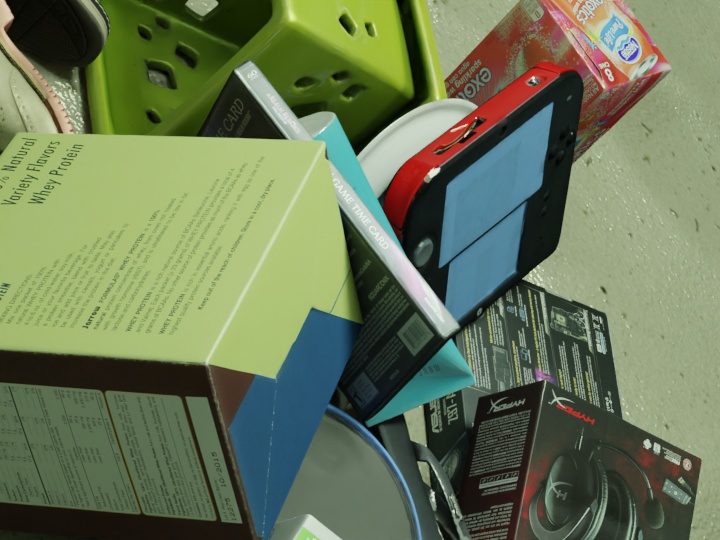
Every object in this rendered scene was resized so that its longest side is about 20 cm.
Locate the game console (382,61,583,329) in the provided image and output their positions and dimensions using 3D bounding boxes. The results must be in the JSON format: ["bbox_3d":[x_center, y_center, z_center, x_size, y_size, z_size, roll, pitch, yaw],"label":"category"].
[{"bbox_3d":[0.082,-0.034,1.384,0.031,0.178,0.200,28,47,30],"label":"game console"}]

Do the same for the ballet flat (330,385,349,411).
[{"bbox_3d":[-0.048,0.117,1.298,0.057,0.066,0.201,63,37,-32],"label":"ballet flat"}]

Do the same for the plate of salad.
[{"bbox_3d":[0.018,-0.030,1.379,0.048,0.202,0.199,34,30,30],"label":"plate of salad"}]

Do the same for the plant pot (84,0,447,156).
[{"bbox_3d":[-0.060,-0.155,1.394,0.181,0.199,0.202,21,45,-39],"label":"plant pot"}]

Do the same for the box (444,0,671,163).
[{"bbox_3d":[0.121,-0.120,1.523,0.099,0.200,0.096,-19,71,-49],"label":"box"}]

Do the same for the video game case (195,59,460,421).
[{"bbox_3d":[-0.030,-0.014,1.234,0.019,0.143,0.201,-33,81,-29],"label":"video game case"}]

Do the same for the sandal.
[{"bbox_3d":[0.042,0.145,1.310,0.042,0.076,0.201,-11,51,-9],"label":"sandal"}]

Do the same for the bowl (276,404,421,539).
[{"bbox_3d":[-0.051,0.167,1.198,0.199,0.039,0.203,7,75,-26],"label":"bowl"}]

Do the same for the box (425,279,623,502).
[{"bbox_3d":[0.120,0.098,1.470,0.159,0.043,0.202,21,47,-31],"label":"box"}]

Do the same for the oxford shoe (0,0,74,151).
[{"bbox_3d":[-0.237,-0.104,1.297,0.073,0.071,0.201,-27,78,-24],"label":"oxford shoe"}]

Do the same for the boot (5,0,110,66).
[{"bbox_3d":[-0.230,-0.243,1.400,0.199,0.073,0.151,38,40,-5],"label":"boot"}]

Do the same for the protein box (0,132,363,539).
[{"bbox_3d":[-0.128,0.035,1.137,0.199,0.198,0.136,-64,151,-48],"label":"protein box"}]

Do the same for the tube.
[{"bbox_3d":[0.000,0.000,1.281,0.050,0.077,0.201,-77,144,-66],"label":"tube"}]

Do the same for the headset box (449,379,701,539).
[{"bbox_3d":[0.135,0.196,1.342,0.148,0.077,0.202,27,62,-27],"label":"headset box"}]

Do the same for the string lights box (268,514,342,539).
[{"bbox_3d":[-0.051,0.248,1.121,0.103,0.059,0.201,38,63,-13],"label":"string lights box"}]
